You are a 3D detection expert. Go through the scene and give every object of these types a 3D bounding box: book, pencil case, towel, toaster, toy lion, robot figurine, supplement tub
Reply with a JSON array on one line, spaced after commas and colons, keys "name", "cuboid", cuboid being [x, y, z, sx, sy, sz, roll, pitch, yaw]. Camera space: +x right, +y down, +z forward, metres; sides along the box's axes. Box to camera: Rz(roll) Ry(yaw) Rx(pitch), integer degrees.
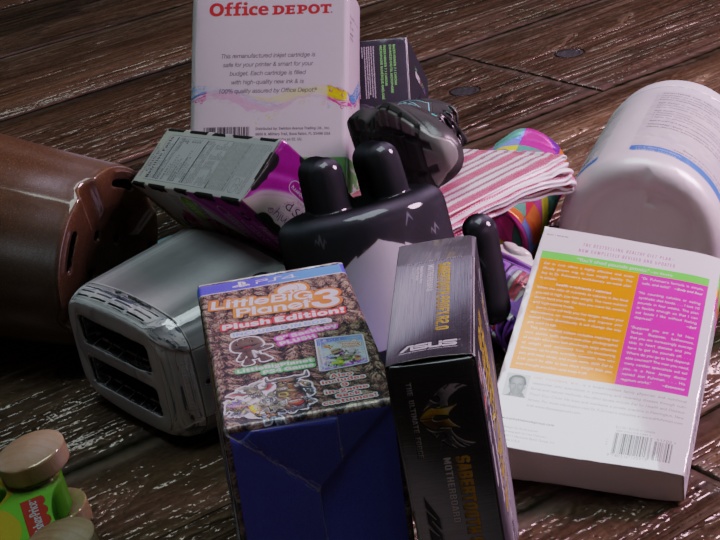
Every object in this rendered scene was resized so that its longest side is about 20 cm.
[{"name": "book", "cuboid": [0.168, 0.060, 1.081, 0.132, 0.048, 0.201, 7, 45, 17]}, {"name": "pencil case", "cuboid": [0.125, -0.056, 1.384, 0.088, 0.089, 0.200, 0, 22, 18]}, {"name": "towel", "cuboid": [0.062, -0.056, 1.278, 0.146, 0.030, 0.200, -26, 17, -24]}, {"name": "toaster", "cuboid": [-0.131, 0.043, 1.207, 0.129, 0.115, 0.199, -27, 31, -33]}, {"name": "toy lion", "cuboid": [-0.250, 0.194, 0.974, 0.190, 0.069, 0.200, -21, 25, -11]}, {"name": "robot figurine", "cuboid": [0.014, 0.013, 1.113, 0.149, 0.202, 0.125, -10, 8, 30]}, {"name": "supplement tub", "cuboid": [0.245, -0.065, 1.311, 0.131, 0.133, 0.200, 2, 25, 21]}]

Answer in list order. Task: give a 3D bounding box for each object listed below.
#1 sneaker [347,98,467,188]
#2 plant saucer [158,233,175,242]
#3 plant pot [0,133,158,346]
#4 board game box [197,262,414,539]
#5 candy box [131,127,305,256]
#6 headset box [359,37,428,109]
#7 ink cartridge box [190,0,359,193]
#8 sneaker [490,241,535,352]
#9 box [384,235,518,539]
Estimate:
[{"name": "sneaker", "cuboid": [0.050, -0.112, 1.290, 0.079, 0.076, 0.200, -21, 16, -12]}, {"name": "plant saucer", "cuboid": [-0.128, 0.000, 1.414, 0.198, 0.028, 0.200, -7, 24, 3]}, {"name": "plant pot", "cuboid": [-0.288, -0.024, 1.325, 0.197, 0.202, 0.200, 10, 28, 23]}, {"name": "board game box", "cuboid": [-0.034, 0.111, 0.959, 0.096, 0.161, 0.200, -9, 24, -6]}, {"name": "candy box", "cuboid": [-0.078, -0.044, 1.249, 0.061, 0.136, 0.200, -55, 29, -12]}, {"name": "headset box", "cuboid": [-0.024, -0.157, 1.569, 0.198, 0.094, 0.174, -4, -7, 8]}, {"name": "ink cartridge box", "cuboid": [-0.075, -0.150, 1.444, 0.143, 0.202, 0.084, 0, -6, 9]}, {"name": "sneaker", "cuboid": [0.117, 0.031, 1.201, 0.199, 0.081, 0.083, 10, 34, 34]}, {"name": "box", "cuboid": [0.056, 0.103, 0.896, 0.048, 0.202, 0.159, -7, 22, 8]}]
